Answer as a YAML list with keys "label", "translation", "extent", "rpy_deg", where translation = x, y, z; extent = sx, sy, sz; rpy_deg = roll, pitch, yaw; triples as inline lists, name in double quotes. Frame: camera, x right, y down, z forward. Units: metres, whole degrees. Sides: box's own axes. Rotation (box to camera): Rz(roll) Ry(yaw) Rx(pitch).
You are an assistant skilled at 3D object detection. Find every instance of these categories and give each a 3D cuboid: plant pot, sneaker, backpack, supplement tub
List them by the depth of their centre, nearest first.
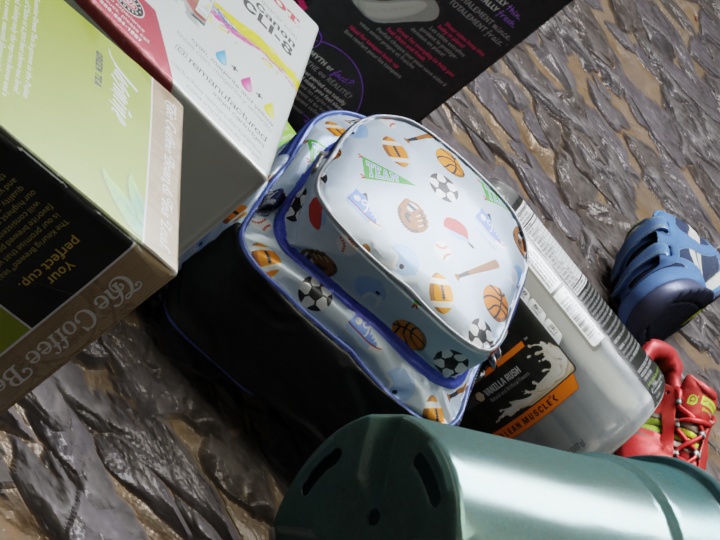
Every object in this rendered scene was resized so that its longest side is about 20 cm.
- label: "plant pot"
  translation: [0.068, 0.167, 1.470]
  extent: [0.196, 0.200, 0.201]
  rpy_deg: [22, 37, -38]
- label: "backpack"
  translation: [0.000, 0.000, 1.596]
  extent: [0.200, 0.154, 0.191]
  rpy_deg: [46, 28, -14]
- label: "supplement tub"
  translation: [0.081, 0.032, 1.755]
  extent: [0.200, 0.122, 0.123]
  rpy_deg: [50, 23, -4]
- label: "sneaker"
  translation: [0.201, 0.110, 1.890]
  extent: [0.077, 0.085, 0.200]
  rpy_deg: [35, 20, -30]
- label: "sneaker"
  translation: [0.217, 0.005, 2.121]
  extent: [0.082, 0.074, 0.200]
  rpy_deg: [52, 15, 5]

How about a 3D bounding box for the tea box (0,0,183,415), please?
- label: "tea box"
  translation: [-0.210, -0.035, 1.203]
  extent: [0.197, 0.200, 0.134]
  rpy_deg: [42, 25, -26]

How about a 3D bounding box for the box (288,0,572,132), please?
- label: "box"
  translation: [0.021, -0.178, 1.843]
  extent: [0.122, 0.200, 0.106]
  rpy_deg: [38, 27, -31]

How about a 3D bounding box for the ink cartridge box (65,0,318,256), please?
- label: "ink cartridge box"
  translation: [-0.130, -0.097, 1.512]
  extent: [0.145, 0.145, 0.200]
  rpy_deg: [44, 23, -15]

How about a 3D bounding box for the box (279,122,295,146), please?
- label: "box"
  translation: [-0.120, -0.124, 1.713]
  extent: [0.200, 0.036, 0.144]
  rpy_deg: [53, 23, 4]
